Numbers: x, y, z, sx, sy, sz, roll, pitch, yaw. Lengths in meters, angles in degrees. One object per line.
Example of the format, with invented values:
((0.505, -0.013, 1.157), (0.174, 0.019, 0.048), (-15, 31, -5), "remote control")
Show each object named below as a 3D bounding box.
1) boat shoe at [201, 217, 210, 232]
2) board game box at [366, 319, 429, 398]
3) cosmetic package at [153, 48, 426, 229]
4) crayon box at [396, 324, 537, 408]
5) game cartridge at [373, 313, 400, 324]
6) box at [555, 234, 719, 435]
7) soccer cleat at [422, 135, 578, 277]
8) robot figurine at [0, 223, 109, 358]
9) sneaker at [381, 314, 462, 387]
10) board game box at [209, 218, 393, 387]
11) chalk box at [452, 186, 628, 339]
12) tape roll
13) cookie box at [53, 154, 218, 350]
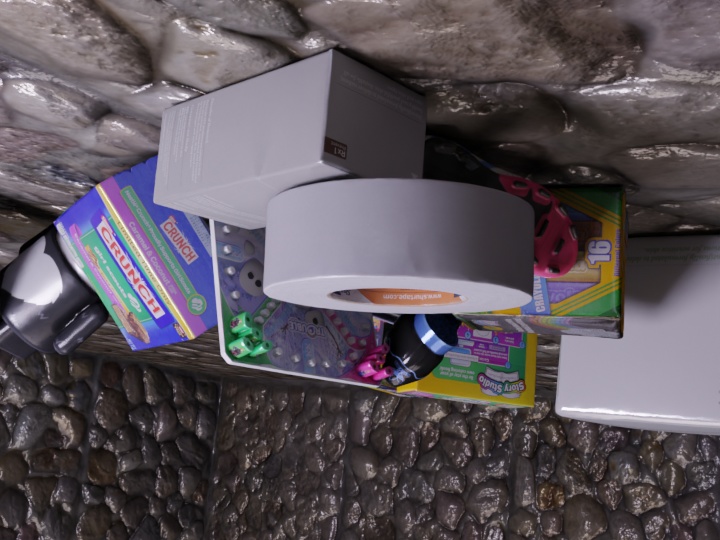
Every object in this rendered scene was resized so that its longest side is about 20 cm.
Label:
((-0.169, 0.021, 1.018), (0.200, 0.071, 0.072), (48, 131, -6), "boat shoe")
((0.050, 0.091, 1.282), (0.056, 0.167, 0.200), (2, 169, 26), "board game box")
((-0.056, -0.089, 0.670), (0.199, 0.091, 0.106), (-9, 163, 41), "cosmetic package")
((0.151, 0.092, 1.223), (0.198, 0.175, 0.058), (12, 167, -27), "crayon box")
((0.000, 0.000, 0.992), (0.038, 0.130, 0.199), (-44, 147, 16), "game cartridge")
((0.341, 0.076, 0.991), (0.197, 0.202, 0.171), (-1, 169, 33), "box")
((0.104, -0.058, 0.766), (0.199, 0.070, 0.086), (30, 171, -28), "soccer cleat")
((-0.372, 0.019, 1.098), (0.199, 0.151, 0.125), (-37, -175, 3), "robot figurine")
((0.065, 0.059, 0.941), (0.078, 0.070, 0.200), (-43, -179, 18), "sneaker")
((-0.052, -0.002, 0.821), (0.026, 0.202, 0.199), (-25, 152, 35), "board game box")
((0.157, -0.007, 0.873), (0.198, 0.125, 0.124), (3, 169, 18), "chalk box")
((0.028, -0.011, 0.656), (0.198, 0.067, 0.200), (2, 170, 0), "tape roll")
((-0.220, -0.011, 0.911), (0.075, 0.172, 0.199), (-35, -170, -30), "cookie box")
